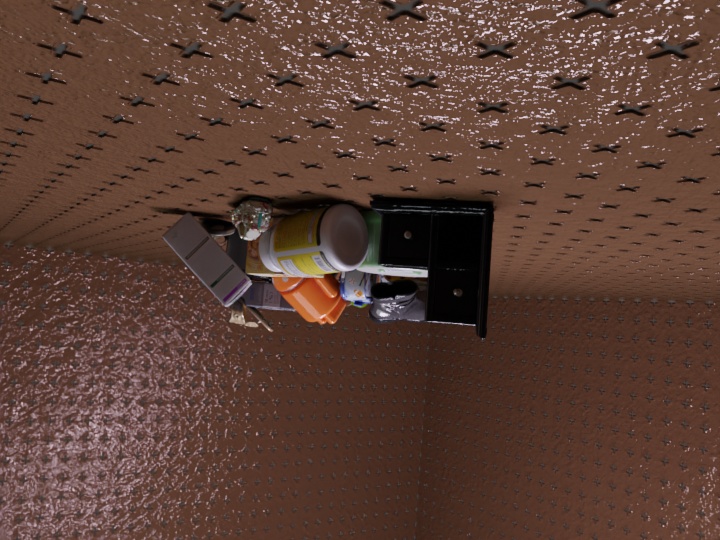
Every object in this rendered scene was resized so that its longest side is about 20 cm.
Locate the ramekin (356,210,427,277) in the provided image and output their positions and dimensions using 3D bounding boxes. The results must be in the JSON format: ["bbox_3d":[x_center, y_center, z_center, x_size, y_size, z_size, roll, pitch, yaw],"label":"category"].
[{"bbox_3d":[0.076,-0.045,1.196,0.194,0.100,0.200,5,176,0],"label":"ramekin"}]

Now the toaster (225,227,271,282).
[{"bbox_3d":[-0.222,-0.032,1.571,0.197,0.122,0.179,1,174,39],"label":"toaster"}]

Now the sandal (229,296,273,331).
[{"bbox_3d":[-0.316,0.098,1.642,0.212,0.070,0.078,47,177,3],"label":"sandal"}]

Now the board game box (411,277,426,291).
[{"bbox_3d":[0.122,-0.001,1.587,0.124,0.035,0.200,7,-157,-29],"label":"board game box"}]

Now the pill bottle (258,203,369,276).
[{"bbox_3d":[-0.089,-0.049,1.145,0.197,0.116,0.111,-6,170,42],"label":"pill bottle"}]

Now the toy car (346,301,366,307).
[{"bbox_3d":[-0.092,0.017,1.704,0.197,0.162,0.162,0,-171,-44],"label":"toy car"}]

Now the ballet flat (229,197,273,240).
[{"bbox_3d":[-0.204,-0.089,1.184,0.074,0.066,0.200,5,176,-14],"label":"ballet flat"}]

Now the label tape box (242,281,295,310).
[{"bbox_3d":[-0.238,0.063,1.606,0.194,0.065,0.144,5,175,0],"label":"label tape box"}]

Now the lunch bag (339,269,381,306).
[{"bbox_3d":[0.000,0.000,1.459,0.074,0.165,0.200,2,176,13],"label":"lunch bag"}]

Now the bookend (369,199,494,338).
[{"bbox_3d":[0.111,-0.003,1.031,0.195,0.204,0.092,4,178,13],"label":"bookend"}]

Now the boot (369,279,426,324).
[{"bbox_3d":[0.115,0.064,1.426,0.195,0.071,0.132,-12,154,-12],"label":"boot"}]

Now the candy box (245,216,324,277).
[{"bbox_3d":[-0.153,-0.048,1.311,0.197,0.119,0.055,1,175,43],"label":"candy box"}]

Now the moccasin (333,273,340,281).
[{"bbox_3d":[-0.081,0.016,1.544,0.072,0.205,0.078,21,171,6],"label":"moccasin"}]

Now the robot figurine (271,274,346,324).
[{"bbox_3d":[-0.119,0.032,1.420,0.201,0.116,0.144,49,-173,-26],"label":"robot figurine"}]

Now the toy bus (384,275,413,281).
[{"bbox_3d":[0.104,-0.024,1.450,0.064,0.081,0.199,2,-170,32],"label":"toy bus"}]

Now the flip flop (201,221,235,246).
[{"bbox_3d":[-0.346,-0.079,1.515,0.079,0.059,0.199,7,175,-24],"label":"flip flop"}]

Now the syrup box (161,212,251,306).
[{"bbox_3d":[-0.326,-0.020,1.380,0.201,0.081,0.079,49,172,-3],"label":"syrup box"}]

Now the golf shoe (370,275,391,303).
[{"bbox_3d":[0.055,0.031,1.655,0.194,0.096,0.079,4,131,6],"label":"golf shoe"}]
